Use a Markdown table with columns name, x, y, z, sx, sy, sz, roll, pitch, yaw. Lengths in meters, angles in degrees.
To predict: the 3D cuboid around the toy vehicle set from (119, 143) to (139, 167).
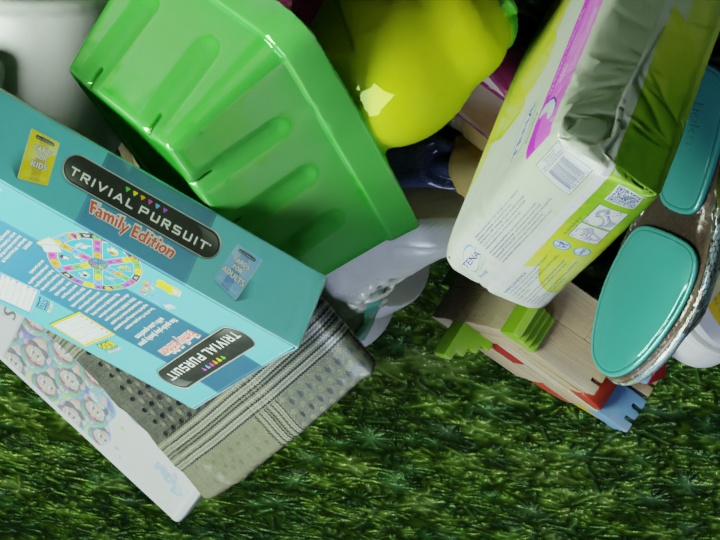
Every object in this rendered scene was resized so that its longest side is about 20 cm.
| name | x | y | z | sx | sy | sz | roll | pitch | yaw |
| --- | --- | --- | --- | --- | --- | --- | --- | --- | --- |
| toy vehicle set | -0.167 | -0.018 | 1.380 | 0.124 | 0.027 | 0.201 | 13 | 130 | 33 |

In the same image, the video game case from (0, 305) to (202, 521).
| name | x | y | z | sx | sy | sz | roll | pitch | yaw |
| --- | --- | --- | --- | --- | --- | --- | --- | --- | --- |
| video game case | -0.162 | 0.062 | 1.403 | 0.200 | 0.024 | 0.182 | 42 | 140 | 4 |

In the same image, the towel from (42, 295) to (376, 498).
| name | x | y | z | sx | sy | sz | roll | pitch | yaw |
| --- | --- | --- | --- | --- | --- | --- | --- | --- | --- |
| towel | -0.104 | 0.033 | 1.299 | 0.193 | 0.035 | 0.200 | 47 | 132 | -4 |

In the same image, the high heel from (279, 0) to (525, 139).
| name | x | y | z | sx | sy | sz | roll | pitch | yaw |
| --- | --- | --- | --- | --- | --- | --- | --- | --- | --- |
| high heel | 0.043 | -0.106 | 1.178 | 0.199 | 0.096 | 0.067 | 15 | 151 | -4 |

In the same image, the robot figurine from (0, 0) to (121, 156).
| name | x | y | z | sx | sy | sz | roll | pitch | yaw |
| --- | --- | --- | --- | --- | --- | --- | --- | --- | --- |
| robot figurine | -0.194 | -0.107 | 1.201 | 0.112 | 0.170 | 0.201 | 9 | 111 | 13 |

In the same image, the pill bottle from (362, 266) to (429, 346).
| name | x | y | z | sx | sy | sz | roll | pitch | yaw |
| --- | --- | --- | --- | --- | --- | --- | --- | --- | --- |
| pill bottle | -0.045 | 0.013 | 1.410 | 0.111 | 0.111 | 0.200 | 29 | 147 | -27 |

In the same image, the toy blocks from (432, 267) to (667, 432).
| name | x | y | z | sx | sy | sz | roll | pitch | yaw |
| --- | --- | --- | --- | --- | --- | --- | --- | --- | --- |
| toy blocks | 0.135 | 0.050 | 1.353 | 0.136 | 0.100 | 0.200 | 34 | 174 | -13 |

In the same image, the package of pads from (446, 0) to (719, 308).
| name | x | y | z | sx | sy | sz | roll | pitch | yaw |
| --- | --- | --- | --- | --- | --- | --- | --- | --- | --- |
| package of pads | 0.122 | -0.093 | 1.063 | 0.068 | 0.200 | 0.155 | 28 | 149 | -6 |

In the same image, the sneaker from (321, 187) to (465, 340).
| name | x | y | z | sx | sy | sz | roll | pitch | yaw |
| --- | --- | --- | --- | --- | --- | --- | --- | --- | --- |
| sneaker | 0.000 | 0.000 | 1.254 | 0.075 | 0.089 | 0.200 | -16 | -172 | -38 |

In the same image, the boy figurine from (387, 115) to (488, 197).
| name | x | y | z | sx | sy | sz | roll | pitch | yaw |
| --- | --- | --- | --- | --- | --- | --- | --- | --- | --- |
| boy figurine | 0.091 | -0.068 | 1.262 | 0.199 | 0.065 | 0.124 | -7 | 145 | 30 |

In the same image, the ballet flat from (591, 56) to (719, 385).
| name | x | y | z | sx | sy | sz | roll | pitch | yaw |
| --- | --- | --- | --- | --- | --- | --- | --- | --- | --- |
| ballet flat | 0.196 | -0.024 | 1.199 | 0.074 | 0.074 | 0.201 | 17 | 108 | -8 |

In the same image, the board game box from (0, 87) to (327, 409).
| name | x | y | z | sx | sy | sz | roll | pitch | yaw |
| --- | --- | --- | --- | --- | --- | --- | --- | --- | --- |
| board game box | -0.138 | -0.007 | 1.102 | 0.200 | 0.047 | 0.151 | 30 | 154 | -16 |

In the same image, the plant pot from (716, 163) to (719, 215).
| name | x | y | z | sx | sy | sz | roll | pitch | yaw |
| --- | --- | --- | --- | --- | --- | --- | --- | --- | --- |
| plant pot | 0.289 | -0.096 | 1.035 | 0.199 | 0.201 | 0.190 | 8 | 139 | 8 |

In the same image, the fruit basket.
| name | x | y | z | sx | sy | sz | roll | pitch | yaw |
| --- | --- | --- | --- | --- | --- | --- | --- | --- | --- |
| fruit basket | -0.024 | -0.106 | 1.110 | 0.155 | 0.216 | 0.216 | 38 | 167 | 35 |

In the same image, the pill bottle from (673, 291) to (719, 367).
| name | x | y | z | sx | sy | sz | roll | pitch | yaw |
| --- | --- | --- | --- | --- | --- | --- | --- | --- | --- |
| pill bottle | 0.264 | -0.007 | 1.250 | 0.111 | 0.112 | 0.200 | 27 | 148 | -24 |
